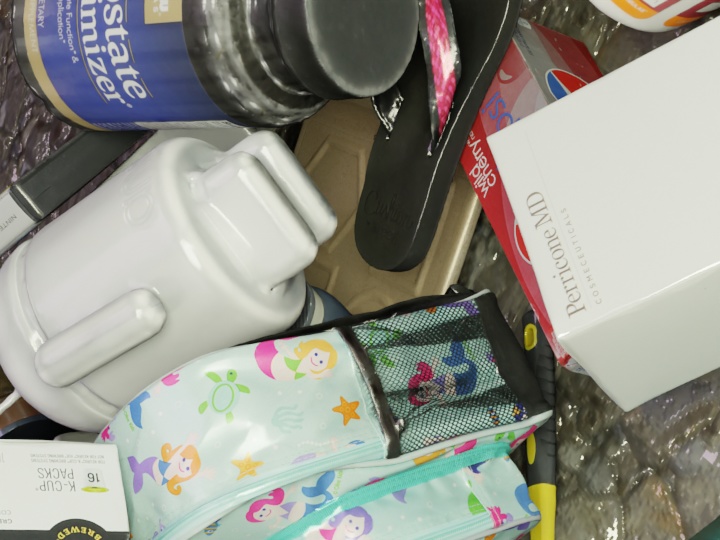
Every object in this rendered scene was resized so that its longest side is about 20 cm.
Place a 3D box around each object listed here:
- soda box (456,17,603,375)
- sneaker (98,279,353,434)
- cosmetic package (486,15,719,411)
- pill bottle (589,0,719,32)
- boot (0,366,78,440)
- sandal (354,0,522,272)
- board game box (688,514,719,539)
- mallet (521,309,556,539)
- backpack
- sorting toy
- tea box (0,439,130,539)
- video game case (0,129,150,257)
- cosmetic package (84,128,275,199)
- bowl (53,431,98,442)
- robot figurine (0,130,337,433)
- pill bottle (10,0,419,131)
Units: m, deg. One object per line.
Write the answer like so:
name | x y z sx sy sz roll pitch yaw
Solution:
soda box | 0.104 -0.037 0.856 0.063 0.070 0.200 -50 42 30
sneaker | -0.078 0.062 0.984 0.200 0.082 0.070 -17 56 38
cosmetic package | 0.165 -0.041 0.708 0.200 0.081 0.113 -28 54 13
pill bottle | 0.184 -0.193 0.768 0.200 0.113 0.113 -25 59 46
boot | -0.204 0.087 1.084 0.075 0.200 0.097 -31 69 -6
sandal | 0.031 -0.098 0.879 0.075 0.045 0.200 20 94 56
board game box | 0.192 0.147 0.713 0.200 0.028 0.135 -48 44 33
mallet | 0.095 0.112 0.851 0.066 0.041 0.200 -17 61 51
backpack | -0.025 0.101 0.835 0.178 0.200 0.151 -51 52 51
sorting toy | 0.000 0.000 1.019 0.185 0.036 0.200 26 105 53
tea box | -0.181 0.208 0.761 0.200 0.134 0.197 -58 38 44
video game case | -0.197 -0.033 1.015 0.181 0.026 0.200 -36 8 32
cosmetic package | -0.131 -0.047 1.083 0.200 0.052 0.151 -41 5 16
bowl | -0.136 0.145 0.996 0.201 0.201 0.094 12 95 54
robot figurine | -0.109 0.009 0.895 0.200 0.170 0.113 -33 96 21
pill bottle | -0.074 -0.127 0.884 0.200 0.112 0.112 2 80 40
